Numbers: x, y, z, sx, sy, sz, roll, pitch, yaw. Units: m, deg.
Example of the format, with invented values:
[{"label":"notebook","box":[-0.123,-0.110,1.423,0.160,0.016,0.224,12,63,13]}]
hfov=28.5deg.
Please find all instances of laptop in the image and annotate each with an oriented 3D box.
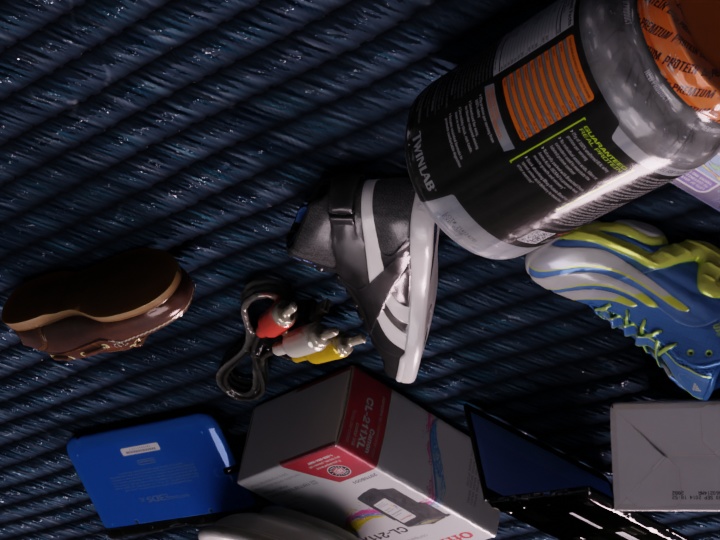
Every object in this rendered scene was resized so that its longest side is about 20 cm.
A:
[{"label":"laptop","box":[0.198,0.179,1.176,0.177,0.104,0.200,28,155,-24]}]

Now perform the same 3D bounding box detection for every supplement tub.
[{"label":"supplement tub","box":[0.130,-0.094,0.822,0.122,0.123,0.200,32,141,-28]}]

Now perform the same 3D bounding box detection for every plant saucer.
[{"label":"plant saucer","box":[-0.050,0.261,1.311,0.199,0.051,0.200,18,159,7]}]

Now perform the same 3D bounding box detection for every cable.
[{"label":"cable","box":[-0.083,0.067,1.179,0.097,0.051,0.200,28,141,-22]}]

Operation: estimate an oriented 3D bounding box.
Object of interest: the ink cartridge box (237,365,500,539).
[{"label":"ink cartridge box","box":[0.013,0.182,1.290,0.199,0.083,0.145,33,140,-28]}]

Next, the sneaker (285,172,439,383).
[{"label":"sneaker","box":[0.000,0.000,1.051,0.111,0.073,0.201,10,138,7]}]

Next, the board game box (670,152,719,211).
[{"label":"board game box","box":[0.304,-0.060,0.896,0.199,0.035,0.135,27,144,-21]}]

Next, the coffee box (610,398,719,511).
[{"label":"coffee box","box":[0.262,0.137,1.078,0.112,0.080,0.200,-3,173,19]}]

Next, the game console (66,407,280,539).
[{"label":"game console","box":[-0.165,0.204,1.432,0.199,0.118,0.172,-14,107,31]}]

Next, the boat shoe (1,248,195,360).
[{"label":"boat shoe","box":[-0.203,0.032,1.152,0.199,0.071,0.070,-8,135,39]}]

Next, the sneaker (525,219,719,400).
[{"label":"sneaker","box":[0.212,0.029,0.990,0.198,0.106,0.076,7,145,5]}]
